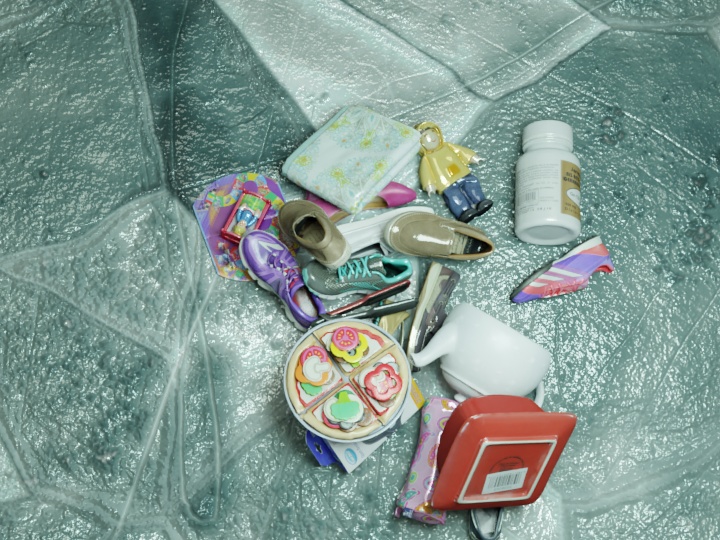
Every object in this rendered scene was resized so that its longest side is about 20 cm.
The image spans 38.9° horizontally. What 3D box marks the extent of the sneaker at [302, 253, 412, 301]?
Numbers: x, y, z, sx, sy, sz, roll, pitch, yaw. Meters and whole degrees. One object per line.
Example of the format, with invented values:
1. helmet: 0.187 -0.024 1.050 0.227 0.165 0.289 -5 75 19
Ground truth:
1. sneaker: 0.000 0.000 1.686 0.200 0.091 0.078 0 65 -32

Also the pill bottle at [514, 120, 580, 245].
1. pill bottle: 0.329 -0.155 1.791 0.114 0.114 0.201 5 72 -4

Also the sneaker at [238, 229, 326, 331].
1. sneaker: -0.120 0.010 1.695 0.081 0.083 0.200 -41 90 -18

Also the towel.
1. towel: -0.013 -0.199 1.766 0.171 0.048 0.200 29 64 32

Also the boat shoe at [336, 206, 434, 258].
1. boat shoe: 0.036 -0.056 1.749 0.199 0.072 0.069 -13 70 -10

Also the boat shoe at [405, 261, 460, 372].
1. boat shoe: 0.122 0.081 1.717 0.065 0.072 0.200 15 65 4

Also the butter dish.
1. butter dish: 0.196 0.256 1.561 0.199 0.200 0.148 2 34 -24

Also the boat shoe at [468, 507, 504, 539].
1. boat shoe: 0.203 0.338 1.645 0.075 0.062 0.201 8 71 -1

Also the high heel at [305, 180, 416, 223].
1. high heel: -0.003 -0.105 1.761 0.199 0.067 0.096 3 62 0

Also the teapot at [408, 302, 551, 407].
1. teapot: 0.203 0.155 1.654 0.200 0.197 0.146 30 90 18

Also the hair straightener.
1. hair straightener: 0.007 0.080 1.657 0.200 0.041 0.077 -18 68 -20

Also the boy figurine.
1. boy figurine: 0.160 -0.182 1.811 0.124 0.064 0.200 -27 80 -11

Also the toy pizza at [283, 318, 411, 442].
1. toy pizza: -0.020 0.166 1.582 0.200 0.032 0.201 1 68 -2

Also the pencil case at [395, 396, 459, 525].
1. pencil case: 0.117 0.306 1.636 0.087 0.087 0.200 17 72 0

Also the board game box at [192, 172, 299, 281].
1. board game box: -0.194 -0.083 1.753 0.158 0.039 0.200 -19 76 -11

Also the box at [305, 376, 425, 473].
1. box: 0.005 0.232 1.634 0.200 0.119 0.041 -42 38 -17

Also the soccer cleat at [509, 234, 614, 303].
1. soccer cleat: 0.350 0.013 1.766 0.200 0.068 0.073 -30 81 -16

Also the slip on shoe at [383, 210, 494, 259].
1. slip on shoe: 0.135 -0.052 1.718 0.200 0.061 0.076 12 99 -30

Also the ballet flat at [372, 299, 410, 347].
1. ballet flat: 0.032 0.144 1.690 0.063 0.069 0.200 23 72 -6

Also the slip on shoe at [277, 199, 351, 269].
1. slip on shoe: -0.087 -0.071 1.675 0.076 0.061 0.200 -45 42 2
